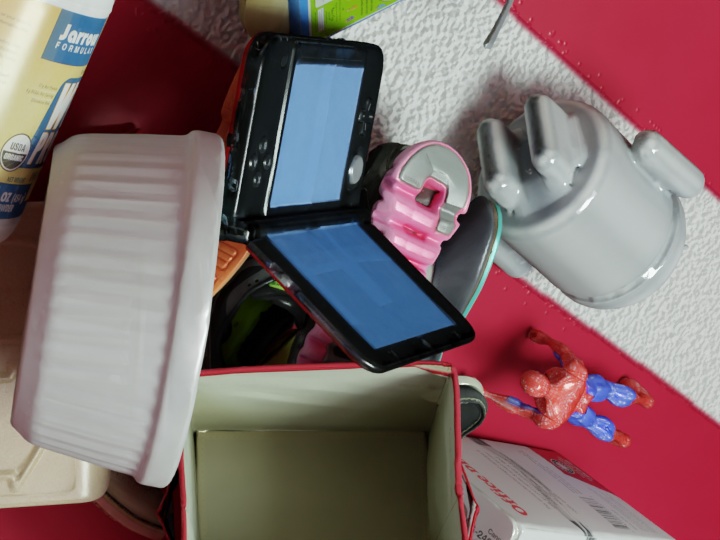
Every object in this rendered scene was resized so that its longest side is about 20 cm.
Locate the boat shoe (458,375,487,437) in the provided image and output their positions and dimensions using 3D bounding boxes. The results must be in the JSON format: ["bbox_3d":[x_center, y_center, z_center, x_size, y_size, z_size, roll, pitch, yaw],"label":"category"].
[{"bbox_3d":[0.006,0.141,1.408,0.199,0.068,0.072,-27,140,-6],"label":"boat shoe"}]

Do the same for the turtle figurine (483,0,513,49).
[{"bbox_3d":[0.171,-0.220,1.332,0.193,0.201,0.144,-1,149,-40],"label":"turtle figurine"}]

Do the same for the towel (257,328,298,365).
[{"bbox_3d":[-0.035,0.132,1.457,0.086,0.018,0.201,-43,131,-13],"label":"towel"}]

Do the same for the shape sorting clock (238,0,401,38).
[{"bbox_3d":[0.009,-0.207,1.231,0.199,0.039,0.200,-27,164,-8],"label":"shape sorting clock"}]

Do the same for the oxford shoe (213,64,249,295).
[{"bbox_3d":[-0.078,-0.049,1.270,0.201,0.071,0.073,-57,167,0],"label":"oxford shoe"}]

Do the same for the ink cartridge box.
[{"bbox_3d":[0.119,0.196,1.504,0.199,0.145,0.084,13,107,-45],"label":"ink cartridge box"}]

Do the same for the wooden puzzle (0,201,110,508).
[{"bbox_3d":[-0.249,0.051,1.199,0.198,0.046,0.187,-3,100,-22],"label":"wooden puzzle"}]

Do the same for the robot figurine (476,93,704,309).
[{"bbox_3d":[0.162,-0.046,1.435,0.169,0.114,0.200,-22,139,27],"label":"robot figurine"}]

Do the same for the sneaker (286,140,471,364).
[{"bbox_3d":[0.000,0.000,1.351,0.079,0.095,0.201,29,88,-34],"label":"sneaker"}]

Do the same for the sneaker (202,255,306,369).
[{"bbox_3d":[-0.051,-0.005,1.323,0.071,0.083,0.201,26,97,-42],"label":"sneaker"}]

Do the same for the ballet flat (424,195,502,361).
[{"bbox_3d":[0.038,0.029,1.402,0.073,0.073,0.201,-7,136,-33],"label":"ballet flat"}]

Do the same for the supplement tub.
[{"bbox_3d":[-0.221,-0.130,1.090,0.144,0.145,0.201,16,104,-40],"label":"supplement tub"}]

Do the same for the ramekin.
[{"bbox_3d":[-0.139,0.016,1.114,0.093,0.203,0.204,9,111,-9],"label":"ramekin"}]

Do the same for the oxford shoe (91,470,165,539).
[{"bbox_3d":[-0.171,0.104,1.306,0.074,0.071,0.200,-45,132,-10],"label":"oxford shoe"}]

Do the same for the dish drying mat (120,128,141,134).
[{"bbox_3d":[-0.147,0.016,1.272,0.077,0.018,0.202,-32,119,-46],"label":"dish drying mat"}]

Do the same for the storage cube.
[{"bbox_3d":[-0.027,0.165,1.271,0.198,0.173,0.180,-3,162,-2],"label":"storage cube"}]

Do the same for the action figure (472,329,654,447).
[{"bbox_3d":[0.149,0.088,1.542,0.066,0.099,0.200,-61,154,4],"label":"action figure"}]

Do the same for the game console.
[{"bbox_3d":[0.005,-0.045,1.187,0.200,0.118,0.174,-11,114,-69],"label":"game console"}]
